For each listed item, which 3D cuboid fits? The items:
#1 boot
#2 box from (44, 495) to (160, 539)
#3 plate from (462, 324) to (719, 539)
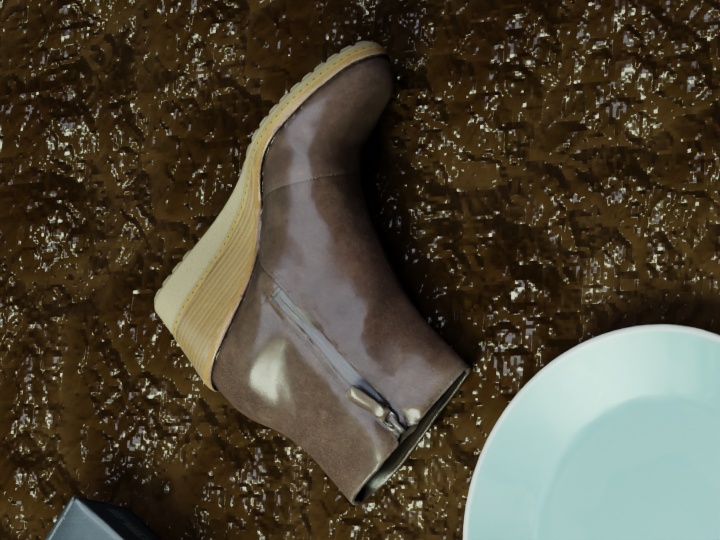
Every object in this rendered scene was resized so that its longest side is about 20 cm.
[{"bbox_3d":[0.000,0.000,1.206,0.166,0.072,0.200,39,100,21],"label":"boot"},{"bbox_3d":[-0.120,0.240,1.223,0.200,0.051,0.158,37,99,34],"label":"box"},{"bbox_3d":[0.139,0.127,1.095,0.199,0.026,0.201,-8,74,31],"label":"plate"}]
